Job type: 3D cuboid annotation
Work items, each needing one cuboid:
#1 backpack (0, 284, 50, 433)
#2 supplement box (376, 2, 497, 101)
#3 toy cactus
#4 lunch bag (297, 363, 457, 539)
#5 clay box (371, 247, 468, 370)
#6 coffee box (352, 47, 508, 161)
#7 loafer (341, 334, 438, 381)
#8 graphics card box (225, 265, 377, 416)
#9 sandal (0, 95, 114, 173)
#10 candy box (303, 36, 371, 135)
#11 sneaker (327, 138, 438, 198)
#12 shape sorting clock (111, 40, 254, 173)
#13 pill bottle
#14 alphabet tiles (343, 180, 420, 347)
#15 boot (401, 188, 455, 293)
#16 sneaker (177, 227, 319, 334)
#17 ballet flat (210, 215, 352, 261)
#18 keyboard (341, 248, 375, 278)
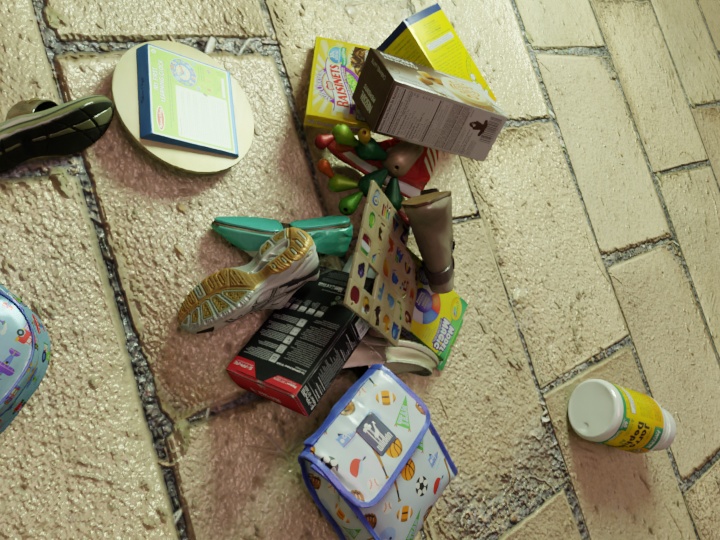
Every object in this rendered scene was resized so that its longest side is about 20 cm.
[{"bbox_3d":[-0.404,0.074,0.534,0.199,0.134,0.184,40,59,-20],"label":"backpack"},{"bbox_3d":[0.130,-0.343,1.015,0.109,0.108,0.201,-39,99,-34],"label":"supplement box"},{"bbox_3d":[0.031,-0.142,0.835,0.165,0.102,0.201,-42,111,-20],"label":"toy cactus"},{"bbox_3d":[0.021,0.250,0.743,0.170,0.123,0.202,-44,116,-36],"label":"lunch bag"},{"bbox_3d":[0.093,0.057,0.913,0.199,0.047,0.116,40,59,-16],"label":"clay box"},{"bbox_3d":[0.100,-0.241,0.838,0.197,0.080,0.115,8,37,-27],"label":"coffee box"},{"bbox_3d":[0.023,0.134,0.833,0.197,0.076,0.069,14,70,-19],"label":"loafer"},{"bbox_3d":[-0.067,0.084,0.753,0.201,0.124,0.051,-54,138,-32],"label":"graphics card box"},{"bbox_3d":[-0.380,-0.167,0.655,0.200,0.080,0.058,-31,79,-35],"label":"sandal"},{"bbox_3d":[-0.031,-0.292,0.896,0.100,0.027,0.202,7,54,-7],"label":"candy box"},{"bbox_3d":[0.043,-0.200,0.909,0.198,0.078,0.117,22,101,-39],"label":"sneaker"},{"bbox_3d":[-0.238,-0.224,0.782,0.198,0.039,0.203,20,58,-35],"label":"shape sorting clock"},{"bbox_3d":[0.497,0.280,1.072,0.198,0.112,0.115,21,66,-27],"label":"pill bottle"},{"bbox_3d":[0.039,0.003,0.776,0.200,0.007,0.170,45,52,-55],"label":"alphabet tiles"},{"bbox_3d":[0.108,-0.039,0.825,0.200,0.069,0.149,-46,128,-72],"label":"boot"},{"bbox_3d":[-0.136,0.032,0.742,0.198,0.088,0.076,-31,53,-7],"label":"sneaker"},{"bbox_3d":[-0.106,-0.038,0.794,0.197,0.067,0.072,-1,109,-15],"label":"ballet flat"},{"bbox_3d":[0.000,0.000,0.868,0.201,0.056,0.011,-61,151,-30],"label":"keyboard"}]
